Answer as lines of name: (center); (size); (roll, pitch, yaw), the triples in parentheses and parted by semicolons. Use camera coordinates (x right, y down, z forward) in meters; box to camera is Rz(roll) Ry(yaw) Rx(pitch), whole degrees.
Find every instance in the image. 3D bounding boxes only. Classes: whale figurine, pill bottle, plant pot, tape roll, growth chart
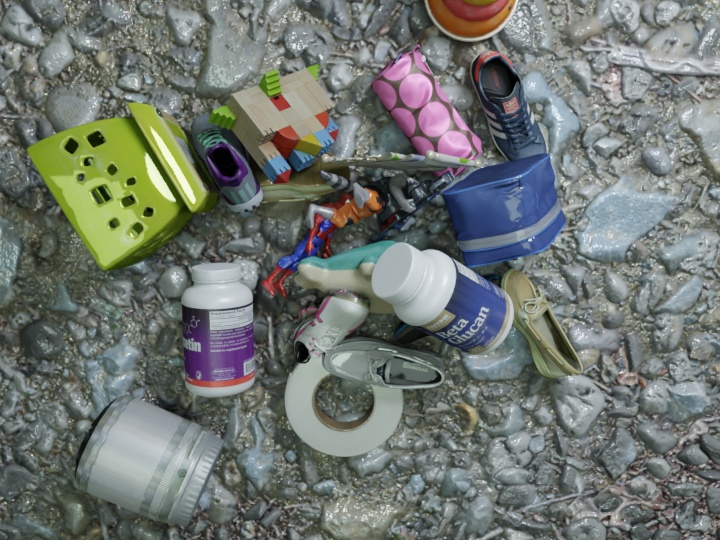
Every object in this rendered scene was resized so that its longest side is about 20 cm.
whale figurine: (0.000, 0.000, 1.012); (0.199, 0.159, 0.104); (9, 70, -7)
pill bottle: (0.115, 0.039, 0.922); (0.200, 0.111, 0.111); (28, 100, -32)
plant pot: (-0.330, -0.133, 0.966); (0.181, 0.200, 0.200); (-30, 97, 0)
tape roll: (-0.028, 0.214, 1.096); (0.202, 0.037, 0.204); (0, 100, 1)
pill bottle: (-0.228, 0.092, 1.041); (0.112, 0.112, 0.201); (0, 99, 1)
growth chart: (0.054, -0.156, 0.937); (0.199, 0.144, 0.018); (5, 94, 37)

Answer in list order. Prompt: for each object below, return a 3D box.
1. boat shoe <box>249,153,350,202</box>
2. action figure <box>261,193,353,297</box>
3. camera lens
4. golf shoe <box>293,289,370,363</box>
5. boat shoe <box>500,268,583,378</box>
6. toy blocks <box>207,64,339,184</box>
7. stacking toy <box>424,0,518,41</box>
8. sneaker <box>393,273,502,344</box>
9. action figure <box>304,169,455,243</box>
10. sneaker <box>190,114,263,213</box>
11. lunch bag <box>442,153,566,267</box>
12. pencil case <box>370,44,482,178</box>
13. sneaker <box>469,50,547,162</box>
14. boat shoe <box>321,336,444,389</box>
boat shoe: (-0.115, -0.138, 1.022); (0.200, 0.063, 0.073); (-8, 60, -2)
action figure: (-0.076, -0.042, 1.040); (0.052, 0.065, 0.200); (41, 100, 26)
camera lens: (-0.342, 0.306, 1.055); (0.199, 0.160, 0.161); (23, 99, -3)
golf shoe: (-0.045, 0.090, 0.993); (0.072, 0.200, 0.092); (21, 64, -19)
boat shoe: (0.290, 0.084, 1.039); (0.073, 0.063, 0.201); (-35, 104, -38)
toy blocks: (-0.100, -0.212, 0.958); (0.137, 0.200, 0.100); (52, 141, 4)
stacking toy: (0.166, -0.407, 0.902); (0.145, 0.200, 0.147); (0, 100, 1)
sneaker: (0.150, 0.082, 1.051); (0.199, 0.073, 0.082); (-25, 98, 6)
action figure: (0.037, -0.119, 0.970); (0.200, 0.193, 0.105); (-36, 75, 40)
sneaker: (-0.203, -0.180, 0.954); (0.074, 0.088, 0.200); (-31, 61, -7)
lunch bag: (0.220, -0.085, 0.965); (0.135, 0.200, 0.133); (-9, 105, 34)
pencil case: (0.105, -0.236, 0.992); (0.094, 0.091, 0.200); (-36, 100, 6)
sneaker: (0.227, -0.240, 0.988); (0.075, 0.085, 0.200); (-31, 98, 6)
boat shoe: (0.037, 0.149, 1.032); (0.199, 0.065, 0.074); (2, 99, 0)
